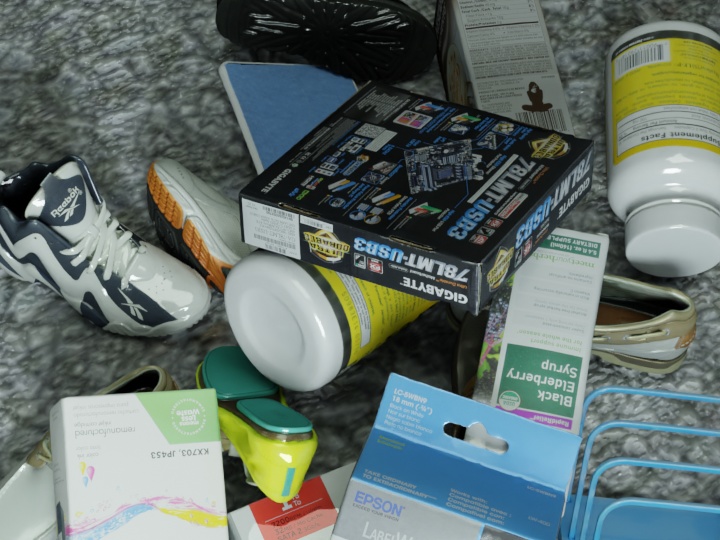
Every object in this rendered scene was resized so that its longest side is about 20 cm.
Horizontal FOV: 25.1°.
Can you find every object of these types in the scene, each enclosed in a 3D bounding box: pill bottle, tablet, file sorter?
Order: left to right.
[{"bbox_3d":[-0.037,-0.102,1.373,0.129,0.014,0.201,-2,53,-29],"label":"tablet"},{"bbox_3d":[0.000,0.000,1.246,0.112,0.113,0.200,42,50,18],"label":"pill bottle"},{"bbox_3d":[0.262,-0.101,1.366,0.110,0.112,0.201,5,61,-1],"label":"pill bottle"},{"bbox_3d":[0.221,0.187,1.147,0.138,0.123,0.200,6,29,0],"label":"file sorter"}]

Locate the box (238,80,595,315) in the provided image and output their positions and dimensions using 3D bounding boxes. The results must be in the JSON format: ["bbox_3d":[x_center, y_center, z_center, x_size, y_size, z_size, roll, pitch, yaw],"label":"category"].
[{"bbox_3d":[0.044,-0.060,1.189,0.197,0.050,0.200,18,39,24],"label":"box"}]

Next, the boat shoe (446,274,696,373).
[{"bbox_3d":[0.171,0.028,1.299,0.198,0.069,0.075,7,52,-1],"label":"boat shoe"}]

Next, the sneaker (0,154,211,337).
[{"bbox_3d":[-0.214,-0.025,1.279,0.198,0.130,0.080,28,65,15],"label":"sneaker"}]

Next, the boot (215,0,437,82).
[{"bbox_3d":[-0.032,-0.262,1.458,0.210,0.080,0.158,14,43,-14],"label":"boot"}]

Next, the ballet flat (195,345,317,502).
[{"bbox_3d":[-0.083,0.118,1.221,0.066,0.068,0.200,-1,16,-20],"label":"ballet flat"}]

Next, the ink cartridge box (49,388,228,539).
[{"bbox_3d":[-0.156,0.190,1.156,0.116,0.067,0.202,-3,80,-20],"label":"ink cartridge box"}]

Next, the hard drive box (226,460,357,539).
[{"bbox_3d":[0.008,0.249,1.173,0.155,0.077,0.201,-21,64,-15],"label":"hard drive box"}]

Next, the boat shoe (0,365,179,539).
[{"bbox_3d":[-0.218,0.144,1.221,0.075,0.069,0.200,37,66,14],"label":"boat shoe"}]

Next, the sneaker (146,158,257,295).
[{"bbox_3d":[-0.093,-0.024,1.330,0.092,0.076,0.200,-36,76,-29],"label":"sneaker"}]

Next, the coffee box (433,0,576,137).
[{"bbox_3d":[0.120,-0.160,1.390,0.079,0.115,0.201,-6,60,-7],"label":"coffee box"}]

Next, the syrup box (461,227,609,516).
[{"bbox_3d":[0.127,0.071,1.181,0.078,0.082,0.201,10,60,7],"label":"syrup box"}]

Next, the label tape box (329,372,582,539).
[{"bbox_3d":[0.052,0.187,1.077,0.143,0.063,0.201,18,93,6],"label":"label tape box"}]

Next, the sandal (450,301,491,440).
[{"bbox_3d":[0.097,0.117,1.237,0.081,0.055,0.201,13,79,9],"label":"sandal"}]
